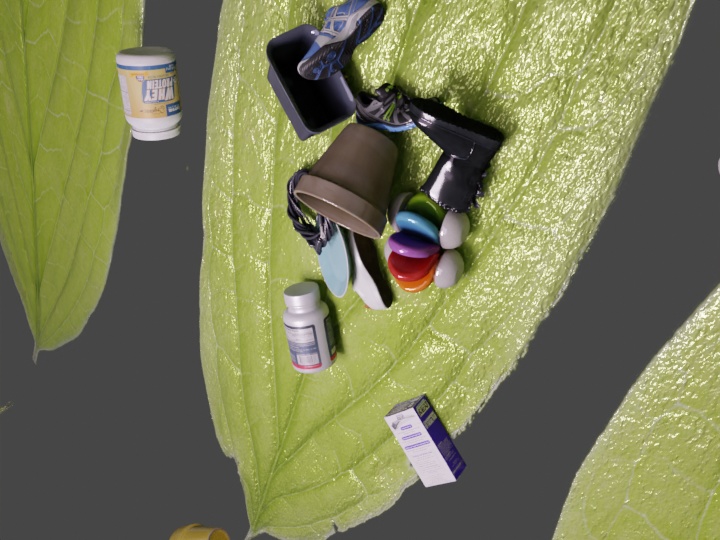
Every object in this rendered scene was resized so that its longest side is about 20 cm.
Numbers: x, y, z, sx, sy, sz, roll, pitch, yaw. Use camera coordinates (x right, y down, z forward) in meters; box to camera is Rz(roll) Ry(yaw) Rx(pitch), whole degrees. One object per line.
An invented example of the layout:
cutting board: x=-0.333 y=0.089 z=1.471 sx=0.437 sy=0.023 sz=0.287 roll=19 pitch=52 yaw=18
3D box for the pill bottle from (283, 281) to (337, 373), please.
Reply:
pill bottle: x=-0.129 y=0.138 z=1.586 sx=0.117 sy=0.119 sz=0.205 roll=7 pitch=115 yaw=36

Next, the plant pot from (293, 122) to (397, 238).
plant pot: x=-0.012 y=-0.187 z=1.268 sx=0.197 sy=0.200 sz=0.177 roll=23 pitch=85 yaw=28

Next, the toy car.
toy car: x=0.113 y=-0.050 z=1.271 sx=0.172 sy=0.149 sz=0.204 roll=22 pitch=124 yaw=29

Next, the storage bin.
storage bin: x=-0.107 y=-0.374 z=1.308 sx=0.203 sy=0.144 sz=0.134 roll=61 pitch=162 yaw=-4

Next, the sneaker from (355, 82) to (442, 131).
sneaker: x=0.065 y=-0.317 z=1.228 sx=0.196 sy=0.070 sz=0.084 roll=10 pitch=125 yaw=38

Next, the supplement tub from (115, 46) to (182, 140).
supplement tub: x=-0.522 y=-0.442 z=1.590 sx=0.142 sy=0.144 sz=0.205 roll=18 pitch=123 yaw=30

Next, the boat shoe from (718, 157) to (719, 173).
boat shoe: x=0.607 y=-0.134 z=0.886 sx=0.199 sy=0.065 sz=0.074 roll=26 pitch=133 yaw=53

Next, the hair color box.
hair color box: x=0.155 y=0.410 z=1.532 sx=0.109 sy=0.065 sz=0.202 roll=-29 pitch=94 yaw=44

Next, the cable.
cable: x=-0.120 y=-0.145 z=1.439 sx=0.202 sy=0.050 sz=0.165 roll=61 pitch=154 yaw=27

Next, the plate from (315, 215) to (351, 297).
plate: x=-0.059 y=-0.040 z=1.459 sx=0.199 sy=0.025 sz=0.206 roll=168 pitch=91 yaw=-69

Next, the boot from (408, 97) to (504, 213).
boot: x=0.155 y=-0.207 z=1.175 sx=0.194 sy=0.074 sz=0.164 roll=22 pitch=128 yaw=-2

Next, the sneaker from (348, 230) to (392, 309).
sneaker: x=0.000 y=0.000 z=1.441 sx=0.083 sy=0.073 sz=0.204 roll=-9 pitch=107 yaw=38

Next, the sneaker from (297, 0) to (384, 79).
sneaker: x=-0.046 y=-0.447 z=1.218 sx=0.199 sy=0.076 sz=0.077 roll=-41 pitch=70 yaw=5

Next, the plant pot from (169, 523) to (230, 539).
plant pot: x=-0.591 y=1.046 z=2.384 sx=0.186 sy=0.200 sz=0.204 roll=-24 pitch=97 yaw=28
